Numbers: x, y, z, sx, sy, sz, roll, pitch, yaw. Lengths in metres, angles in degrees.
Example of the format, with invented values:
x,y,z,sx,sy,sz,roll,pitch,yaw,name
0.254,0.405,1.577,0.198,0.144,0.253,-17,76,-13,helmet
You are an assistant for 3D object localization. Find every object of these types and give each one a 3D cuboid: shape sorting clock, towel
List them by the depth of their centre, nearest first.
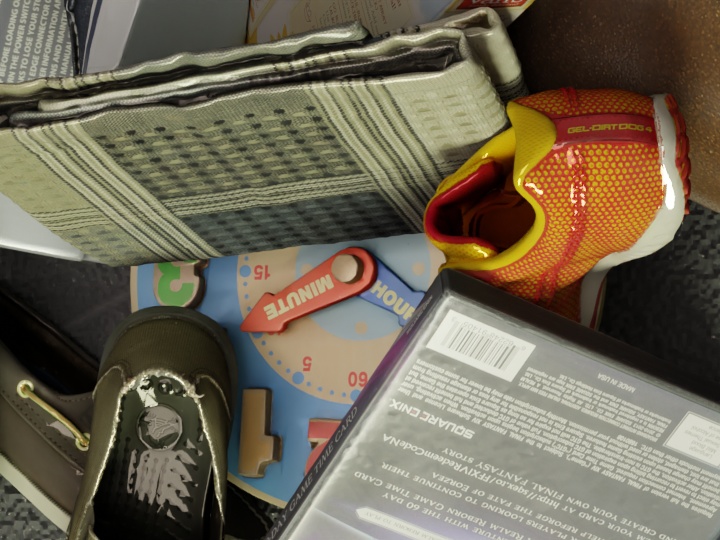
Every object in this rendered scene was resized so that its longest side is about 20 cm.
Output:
x,y,z,sx,sy,sz,roll,pitch,yaw,name
-0.032,-0.046,0.918,0.191,0.200,0.035,-7,76,11,towel
0.000,0.000,1.027,0.199,0.039,0.201,-1,86,17,shape sorting clock

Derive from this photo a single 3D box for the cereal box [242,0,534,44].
x,y,z,sx,sy,sz,roll,pitch,yaw,name
0.002,-0.130,0.941,0.039,0.200,0.145,-3,74,-24,cereal box

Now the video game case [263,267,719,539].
x,y,z,sx,sy,sz,roll,pitch,yaw,name
0.043,0.102,0.924,0.142,0.019,0.200,23,121,-18,video game case

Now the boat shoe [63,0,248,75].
x,y,z,sx,sy,sz,roll,pitch,yaw,name
-0.093,-0.137,0.992,0.091,0.071,0.201,32,124,35,boat shoe

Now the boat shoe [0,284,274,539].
x,y,z,sx,sy,sz,roll,pitch,yaw,name
-0.114,0.065,1.065,0.201,0.072,0.061,31,108,16,boat shoe

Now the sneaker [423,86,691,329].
x,y,z,sx,sy,sz,roll,pitch,yaw,name
0.054,-0.011,0.907,0.077,0.200,0.073,3,61,-11,sneaker

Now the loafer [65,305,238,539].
x,y,z,sx,sy,sz,roll,pitch,yaw,name
-0.086,0.116,0.991,0.075,0.070,0.201,2,97,2,loafer

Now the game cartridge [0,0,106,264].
x,y,z,sx,sy,sz,roll,pitch,yaw,name
-0.141,-0.110,1.042,0.132,0.042,0.201,12,101,-12,game cartridge

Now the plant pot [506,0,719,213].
x,y,z,sx,sy,sz,roll,pitch,yaw,name
0.132,-0.102,0.926,0.199,0.187,0.188,12,99,31,plant pot

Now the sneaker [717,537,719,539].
x,y,z,sx,sy,sz,roll,pitch,yaw,name
0.066,0.114,1.010,0.199,0.070,0.109,-19,94,12,sneaker
